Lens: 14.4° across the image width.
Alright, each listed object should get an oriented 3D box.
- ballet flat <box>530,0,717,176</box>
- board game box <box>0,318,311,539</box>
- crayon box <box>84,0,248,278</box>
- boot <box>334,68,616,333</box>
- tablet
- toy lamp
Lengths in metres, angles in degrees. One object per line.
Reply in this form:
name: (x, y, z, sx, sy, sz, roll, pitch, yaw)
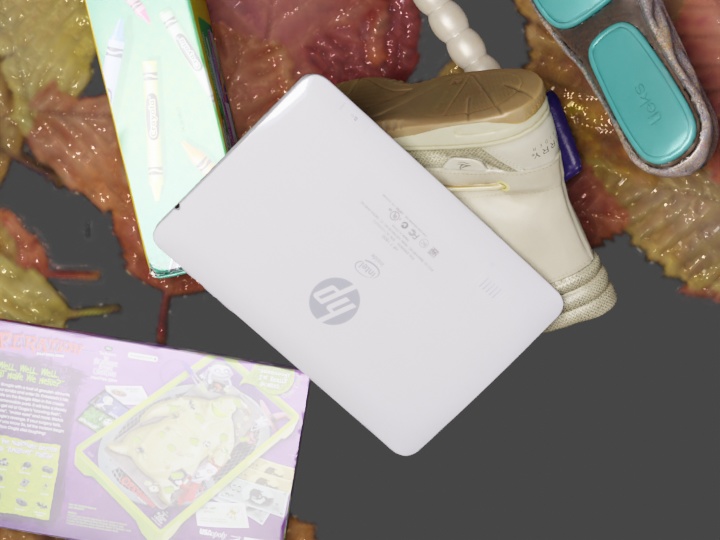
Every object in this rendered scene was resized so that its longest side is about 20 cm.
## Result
ballet flat: (0.144, -0.139, 1.607, 0.068, 0.067, 0.200, -28, 75, 23)
board game box: (-0.135, 0.100, 1.652, 0.200, 0.032, 0.120, 10, 94, 2)
crayon box: (-0.107, -0.099, 1.601, 0.058, 0.119, 0.200, -13, 90, 2)
boot: (0.039, -0.032, 1.614, 0.200, 0.073, 0.156, -4, 124, 34)
tablet: (0.000, 0.000, 1.547, 0.200, 0.014, 0.130, 42, 102, -19)
toy lamp: (0.057, -0.130, 1.626, 0.058, 0.058, 0.200, -36, 90, 2)
